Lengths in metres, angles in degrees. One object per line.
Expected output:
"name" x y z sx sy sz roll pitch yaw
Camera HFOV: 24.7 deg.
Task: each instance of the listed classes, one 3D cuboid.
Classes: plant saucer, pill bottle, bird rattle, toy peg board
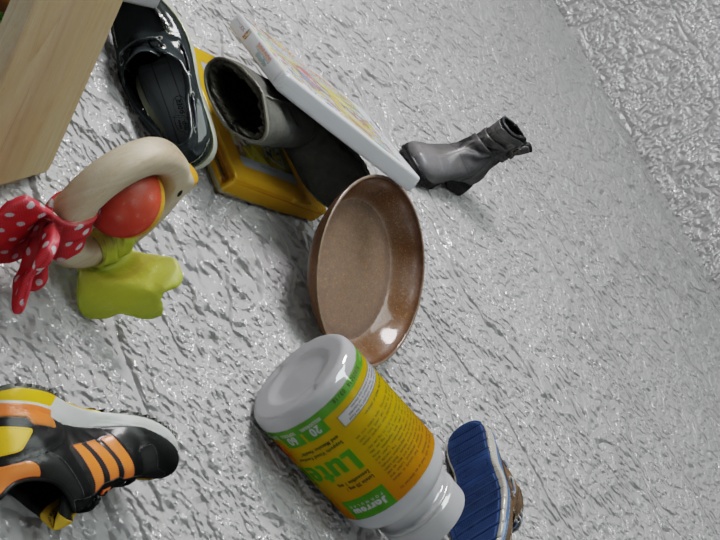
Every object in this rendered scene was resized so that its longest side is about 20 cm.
"plant saucer" 0.000 0.000 1.705 0.200 0.037 0.201 -11 104 -56
"pill bottle" 0.005 0.163 1.497 0.200 0.111 0.111 49 24 -22
"bird rattle" -0.208 -0.045 1.274 0.113 0.163 0.200 48 6 25
"toy peg board" -0.278 -0.176 1.264 0.098 0.200 0.199 28 13 4

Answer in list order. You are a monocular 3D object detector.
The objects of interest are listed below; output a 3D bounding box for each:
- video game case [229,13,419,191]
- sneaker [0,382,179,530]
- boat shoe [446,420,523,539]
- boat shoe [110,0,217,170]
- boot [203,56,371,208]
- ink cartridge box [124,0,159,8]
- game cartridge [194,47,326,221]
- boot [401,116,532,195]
"video game case" -0.039 -0.179 1.728 0.200 0.023 0.182 35 11 -33
"sneaker" -0.203 0.143 1.157 0.200 0.070 0.090 27 53 -53
"boat shoe" 0.140 0.244 1.734 0.072 0.072 0.200 48 24 -28
"boat shoe" -0.199 -0.192 1.580 0.066 0.074 0.200 18 53 -75
"boot" -0.070 -0.135 1.672 0.182 0.073 0.200 48 4 8
"ink cartridge box" -0.244 -0.379 1.573 0.144 0.145 0.200 12 45 -25
"game cartridge" -0.118 -0.146 1.749 0.200 0.032 0.177 13 49 -60
"boot" 0.144 -0.166 2.201 0.070 0.131 0.200 64 22 12
